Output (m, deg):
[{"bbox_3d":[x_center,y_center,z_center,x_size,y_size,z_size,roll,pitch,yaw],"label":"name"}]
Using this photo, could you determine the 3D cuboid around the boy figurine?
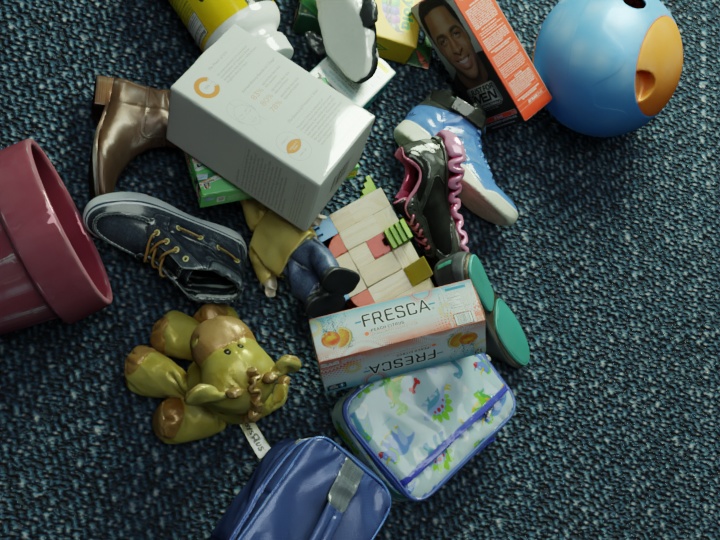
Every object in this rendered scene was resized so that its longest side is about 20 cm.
[{"bbox_3d":[-0.087,-0.028,1.226,0.064,0.125,0.200,9,30,-46],"label":"boy figurine"}]

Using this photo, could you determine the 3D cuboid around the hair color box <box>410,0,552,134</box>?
[{"bbox_3d":[0.159,-0.288,1.365,0.061,0.101,0.201,-38,102,-23],"label":"hair color box"}]

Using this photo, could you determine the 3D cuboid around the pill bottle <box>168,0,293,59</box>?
[{"bbox_3d":[-0.173,-0.336,1.302,0.112,0.112,0.201,-32,85,-22],"label":"pill bottle"}]

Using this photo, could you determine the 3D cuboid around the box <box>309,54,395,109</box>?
[{"bbox_3d":[-0.048,-0.212,1.335,0.082,0.049,0.200,42,67,1],"label":"box"}]

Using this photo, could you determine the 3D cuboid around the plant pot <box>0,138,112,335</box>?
[{"bbox_3d":[-0.389,-0.013,1.109,0.177,0.200,0.202,-27,82,-6],"label":"plant pot"}]

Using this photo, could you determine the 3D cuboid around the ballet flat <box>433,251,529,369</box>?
[{"bbox_3d":[0.147,0.052,1.287,0.073,0.072,0.201,-55,131,-23],"label":"ballet flat"}]

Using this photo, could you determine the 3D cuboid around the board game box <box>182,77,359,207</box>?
[{"bbox_3d":[-0.115,-0.157,1.242,0.197,0.029,0.136,-12,68,-20],"label":"board game box"}]

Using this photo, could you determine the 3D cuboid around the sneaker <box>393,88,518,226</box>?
[{"bbox_3d":[0.151,-0.157,1.361,0.199,0.077,0.112,40,76,6],"label":"sneaker"}]

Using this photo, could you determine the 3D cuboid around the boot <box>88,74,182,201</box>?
[{"bbox_3d":[-0.229,-0.147,1.260,0.197,0.064,0.190,6,74,-20],"label":"boot"}]

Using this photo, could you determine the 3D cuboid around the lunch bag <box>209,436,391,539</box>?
[{"bbox_3d":[-0.070,0.284,1.123,0.135,0.132,0.201,38,67,-10],"label":"lunch bag"}]

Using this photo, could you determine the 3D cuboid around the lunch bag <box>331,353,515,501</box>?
[{"bbox_3d":[0.080,0.170,1.240,0.199,0.082,0.162,-36,89,-22],"label":"lunch bag"}]

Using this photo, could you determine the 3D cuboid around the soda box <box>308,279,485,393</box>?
[{"bbox_3d":[0.044,0.075,1.187,0.197,0.069,0.064,-13,51,-3],"label":"soda box"}]

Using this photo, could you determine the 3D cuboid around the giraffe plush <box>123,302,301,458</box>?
[{"bbox_3d":[-0.154,0.116,1.141,0.200,0.162,0.173,41,67,0],"label":"giraffe plush"}]

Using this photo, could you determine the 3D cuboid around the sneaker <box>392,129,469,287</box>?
[{"bbox_3d":[0.080,-0.071,1.287,0.094,0.079,0.203,-10,103,-26],"label":"sneaker"}]

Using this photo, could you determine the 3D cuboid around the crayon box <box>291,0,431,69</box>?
[{"bbox_3d":[0.015,-0.363,1.400,0.197,0.051,0.129,13,70,-13],"label":"crayon box"}]

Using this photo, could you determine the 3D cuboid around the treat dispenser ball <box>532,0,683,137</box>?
[{"bbox_3d":[0.331,-0.282,1.385,0.198,0.201,0.204,5,72,-15],"label":"treat dispenser ball"}]

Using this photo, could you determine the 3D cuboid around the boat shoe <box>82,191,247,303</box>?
[{"bbox_3d":[-0.224,-0.026,1.190,0.197,0.071,0.091,15,34,-18],"label":"boat shoe"}]

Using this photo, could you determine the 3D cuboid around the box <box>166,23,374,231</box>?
[{"bbox_3d":[-0.104,-0.162,1.171,0.199,0.098,0.125,34,58,6],"label":"box"}]

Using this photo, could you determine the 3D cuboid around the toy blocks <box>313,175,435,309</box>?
[{"bbox_3d":[0.000,0.000,1.270,0.135,0.100,0.202,-27,84,-10],"label":"toy blocks"}]

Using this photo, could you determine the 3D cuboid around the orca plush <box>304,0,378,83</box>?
[{"bbox_3d":[-0.026,-0.333,1.333,0.201,0.105,0.071,52,24,12],"label":"orca plush"}]
